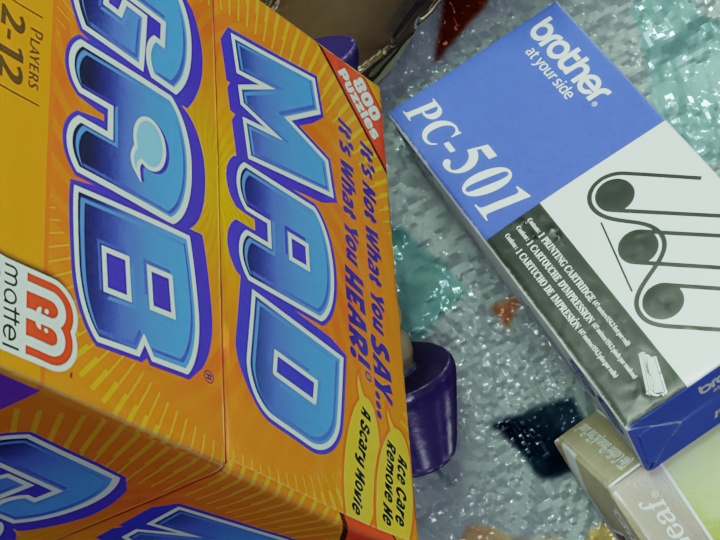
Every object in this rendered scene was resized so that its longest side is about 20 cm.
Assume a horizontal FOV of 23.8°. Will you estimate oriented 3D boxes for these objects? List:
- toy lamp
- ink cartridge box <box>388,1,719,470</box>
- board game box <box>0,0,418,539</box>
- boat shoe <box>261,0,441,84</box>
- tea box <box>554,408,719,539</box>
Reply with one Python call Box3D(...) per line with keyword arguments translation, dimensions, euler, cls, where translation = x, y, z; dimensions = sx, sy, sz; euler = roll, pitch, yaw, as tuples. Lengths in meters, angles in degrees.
Box3D(translation=(0.000, 0.000, 0.753), dimensions=(0.058, 0.058, 0.200), euler=(-20, 112, -2), cls="toy lamp")
Box3D(translation=(0.101, -0.021, 0.724), dimensions=(0.094, 0.044, 0.200), euler=(-34, 52, -1), cls="ink cartridge box")
Box3D(translation=(-0.123, 0.011, 0.611), dimensions=(0.200, 0.200, 0.200), euler=(-25, 53, 30), cls="board game box")
Box3D(translation=(0.009, -0.139, 0.755), dimensions=(0.075, 0.075, 0.202), euler=(42, 90, -5), cls="boat shoe")
Box3D(translation=(0.227, 0.111, 0.755), dimensions=(0.197, 0.134, 0.200), euler=(-33, 94, -2), cls="tea box")
